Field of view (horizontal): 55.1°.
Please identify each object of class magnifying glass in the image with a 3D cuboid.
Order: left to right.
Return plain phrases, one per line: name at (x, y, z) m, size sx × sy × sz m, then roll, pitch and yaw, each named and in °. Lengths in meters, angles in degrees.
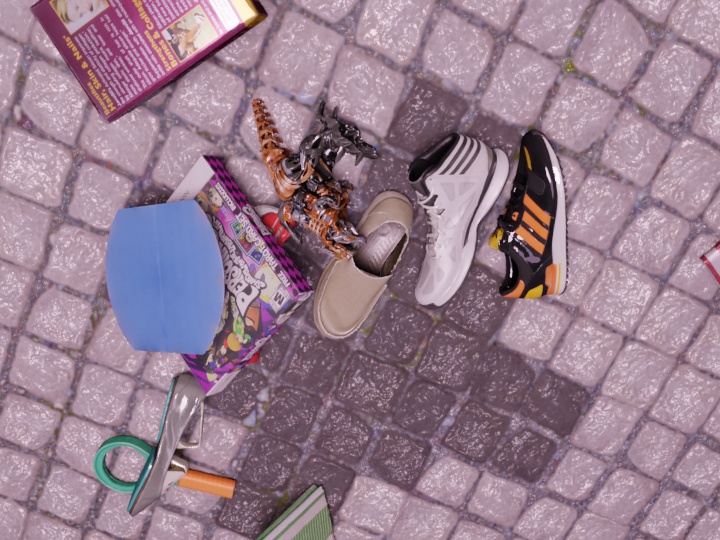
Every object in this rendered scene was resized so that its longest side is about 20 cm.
magnifying glass at (-0.269, 0.281, 0.950) m, size 0.194 × 0.022 × 0.082 m, roll 14°, pitch 108°, yaw -7°

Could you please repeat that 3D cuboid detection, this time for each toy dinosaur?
toy dinosaur at (-0.057, -0.111, 0.780) m, size 0.135 × 0.103 × 0.200 m, roll -40°, pitch 106°, yaw 16°

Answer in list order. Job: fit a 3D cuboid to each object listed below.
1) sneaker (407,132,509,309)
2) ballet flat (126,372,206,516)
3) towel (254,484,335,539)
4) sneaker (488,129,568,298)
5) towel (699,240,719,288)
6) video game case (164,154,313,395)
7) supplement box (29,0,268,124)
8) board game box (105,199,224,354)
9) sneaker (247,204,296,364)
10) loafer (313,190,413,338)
sneaker at (0.084, -0.062, 0.795) m, size 0.113 × 0.075 × 0.205 m, roll 17°, pitch 100°, yaw -31°
ballet flat at (-0.245, 0.235, 0.899) m, size 0.062 × 0.067 × 0.205 m, roll 20°, pitch 96°, yaw -12°
towel at (-0.082, 0.422, 0.949) m, size 0.023 × 0.151 × 0.206 m, roll 4°, pitch 114°, yaw 39°
sneaker at (0.193, -0.059, 0.817) m, size 0.087 × 0.070 × 0.206 m, roll -11°, pitch 111°, yaw -1°
towel at (0.544, -0.028, 0.862) m, size 0.199 × 0.023 × 0.144 m, roll -41°, pitch 104°, yaw 12°
video game case at (-0.170, 0.006, 0.791) m, size 0.181 × 0.036 × 0.202 m, roll -44°, pitch 75°, yaw 23°
supplement box at (-0.212, -0.268, 0.719) m, size 0.197 × 0.104 × 0.133 m, roll -30°, pitch 108°, yaw 8°
board game box at (-0.209, 0.008, 0.770) m, size 0.195 × 0.039 × 0.164 m, roll -2°, pitch 94°, yaw 35°
sneaker at (-0.115, 0.025, 0.839) m, size 0.082 × 0.077 × 0.206 m, roll 6°, pitch 109°, yaw -9°
loafer at (0.000, 0.000, 0.834) m, size 0.074 × 0.069 × 0.204 m, roll 24°, pitch 107°, yaw -9°
